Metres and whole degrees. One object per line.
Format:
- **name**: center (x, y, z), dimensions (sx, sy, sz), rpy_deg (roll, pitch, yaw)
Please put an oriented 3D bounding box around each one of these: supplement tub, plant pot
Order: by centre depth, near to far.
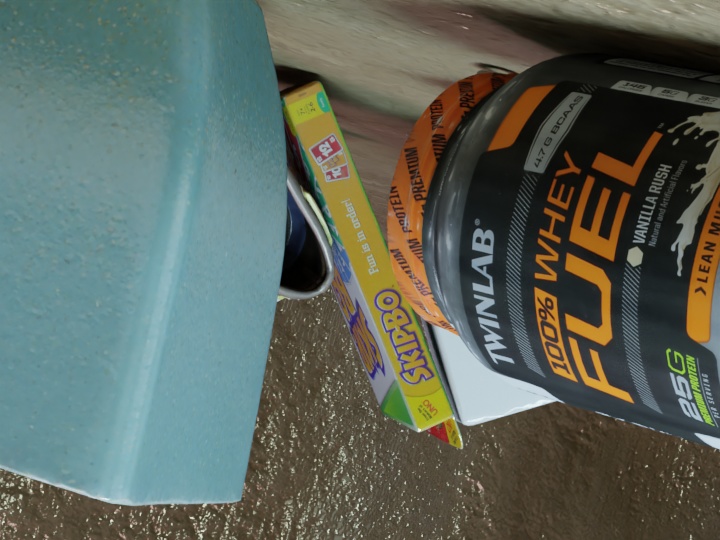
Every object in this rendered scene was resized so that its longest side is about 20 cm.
- **supplement tub**: center (0.111, -0.006, 0.827), dimensions (0.199, 0.124, 0.122), rpy_deg (14, 177, 43)
- **plant pot**: center (-0.127, -0.034, 0.940), dimensions (0.194, 0.202, 0.196), rpy_deg (17, 178, 11)

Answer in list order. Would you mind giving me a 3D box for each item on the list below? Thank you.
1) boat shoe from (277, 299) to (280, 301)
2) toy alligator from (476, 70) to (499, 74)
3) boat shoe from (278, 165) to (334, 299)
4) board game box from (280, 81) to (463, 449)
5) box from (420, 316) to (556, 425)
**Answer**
- **boat shoe**: center (-0.103, -0.038, 1.264), dimensions (0.201, 0.073, 0.060), rpy_deg (24, 143, -30)
- **toy alligator**: center (0.133, -0.029, 0.982), dimensions (0.199, 0.055, 0.059), rpy_deg (16, 178, 14)
- **boat shoe**: center (-0.077, -0.055, 1.191), dimensions (0.059, 0.072, 0.200), rpy_deg (33, 166, 46)
- **board game box**: center (0.000, 0.000, 1.272), dimensions (0.030, 0.201, 0.096), rpy_deg (-25, -174, -8)
- **box**: center (0.096, 0.019, 1.319), dimensions (0.123, 0.098, 0.200), rpy_deg (-17, 178, -1)
